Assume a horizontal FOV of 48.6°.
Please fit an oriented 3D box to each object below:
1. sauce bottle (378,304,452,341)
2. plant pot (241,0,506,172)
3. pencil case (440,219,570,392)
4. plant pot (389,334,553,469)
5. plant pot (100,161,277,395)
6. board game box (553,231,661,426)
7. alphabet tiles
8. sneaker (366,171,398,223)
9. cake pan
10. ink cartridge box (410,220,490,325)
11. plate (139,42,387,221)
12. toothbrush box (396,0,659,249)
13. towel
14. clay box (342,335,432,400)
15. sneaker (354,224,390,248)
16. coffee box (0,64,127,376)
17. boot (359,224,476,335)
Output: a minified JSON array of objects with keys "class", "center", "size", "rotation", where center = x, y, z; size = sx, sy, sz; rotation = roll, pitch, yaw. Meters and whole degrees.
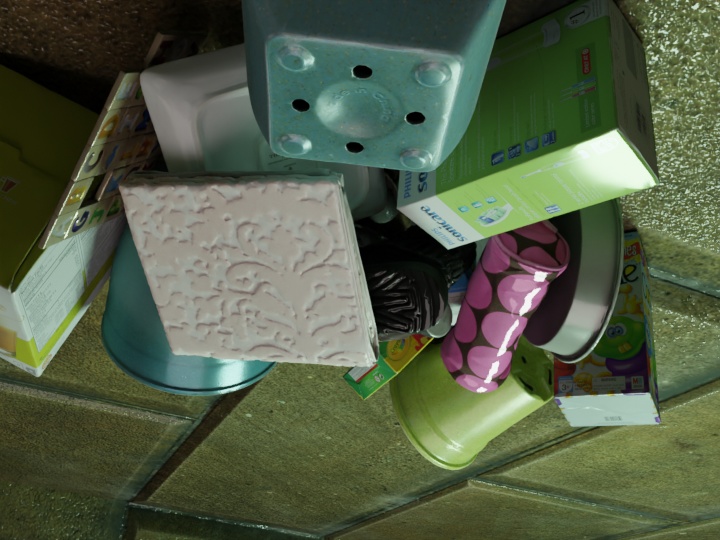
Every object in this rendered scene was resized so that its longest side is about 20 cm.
[{"class":"sauce bottle","center":[0.017,0.045,0.879],"size":[0.066,0.066,0.200],"rotation":[27,163,-33]},{"class":"plant pot","center":[0.006,-0.182,0.540],"size":[0.196,0.200,0.196],"rotation":[7,151,-1]},{"class":"pencil case","center":[0.143,0.031,0.802],"size":[0.094,0.091,0.200],"rotation":[-27,151,-34]},{"class":"plant pot","center":[0.177,0.165,1.171],"size":[0.200,0.201,0.184],"rotation":[28,133,-34]},{"class":"plant pot","center":[-0.164,-0.007,0.827],"size":[0.200,0.200,0.188],"rotation":[9,127,-6]},{"class":"board game box","center":[0.287,0.070,0.939],"size":[0.105,0.200,0.103],"rotation":[-7,148,24]},{"class":"alphabet tiles","center":[-0.198,-0.119,0.702],"size":[0.008,0.167,0.200],"rotation":[33,108,0]},{"class":"sneaker","center":[-0.031,-0.072,0.830],"size":[0.076,0.116,0.200],"rotation":[-16,144,34]},{"class":"cake pan","center":[0.205,-0.007,0.814],"size":[0.037,0.200,0.200],"rotation":[7,151,-9]},{"class":"ink cartridge box","center":[0.123,0.004,0.939],"size":[0.067,0.116,0.200],"rotation":[-9,147,23]},{"class":"plate","center":[-0.068,-0.103,0.696],"size":[0.199,0.032,0.200],"rotation":[-21,127,-17]},{"class":"toothbrush box","center":[0.137,-0.122,0.681],"size":[0.200,0.146,0.086],"rotation":[-17,144,34]},{"class":"towel","center":[-0.092,0.001,0.682],"size":[0.200,0.032,0.191],"rotation":[2,124,17]},{"class":"clay box","center":[0.073,0.078,1.058],"size":[0.048,0.200,0.115],"rotation":[46,146,4]},{"class":"sneaker","center":[0.027,-0.017,0.950],"size":[0.090,0.067,0.200],"rotation":[-5,171,-2]},{"class":"coffee box","center":[-0.355,-0.055,0.784],"size":[0.200,0.200,0.198],"rotation":[27,149,1]},{"class":"boot","center":[0.001,0.002,0.776],"size":[0.211,0.158,0.080],"rotation":[4,113,15]}]
